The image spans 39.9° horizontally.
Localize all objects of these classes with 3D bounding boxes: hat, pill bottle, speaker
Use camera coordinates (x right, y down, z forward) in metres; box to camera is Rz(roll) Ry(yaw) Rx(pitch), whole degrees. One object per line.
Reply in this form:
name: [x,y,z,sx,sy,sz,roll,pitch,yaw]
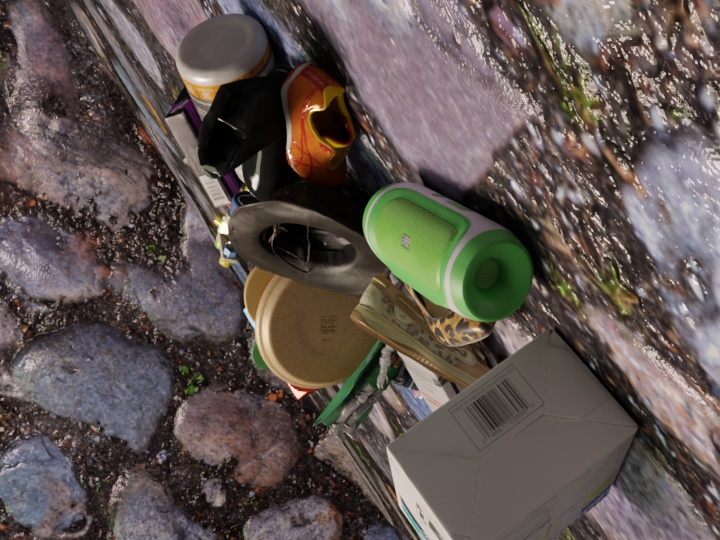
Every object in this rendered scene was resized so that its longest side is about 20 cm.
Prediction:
hat: [-0.052,-0.050,1.161,0.197,0.082,0.202,13,151,8]
pill bottle: [-0.144,-0.207,1.236,0.116,0.116,0.201,46,165,39]
speaker: [0.075,-0.022,0.919,0.200,0.088,0.089,36,158,59]

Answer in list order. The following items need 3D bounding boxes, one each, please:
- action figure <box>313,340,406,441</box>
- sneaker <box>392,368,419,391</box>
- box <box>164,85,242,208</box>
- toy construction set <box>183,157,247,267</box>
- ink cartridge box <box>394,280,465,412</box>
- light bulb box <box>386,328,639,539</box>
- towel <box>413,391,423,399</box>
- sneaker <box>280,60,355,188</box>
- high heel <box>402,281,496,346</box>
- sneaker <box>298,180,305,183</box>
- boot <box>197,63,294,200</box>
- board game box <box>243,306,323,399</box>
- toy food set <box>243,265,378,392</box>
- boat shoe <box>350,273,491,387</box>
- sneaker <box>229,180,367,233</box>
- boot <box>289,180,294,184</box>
action figure: [0.028,0.131,1.297,0.054,0.202,0.118,37,-170,24]
sneaker: [0.062,0.116,1.381,0.198,0.078,0.085,16,-176,41]
box: [-0.188,-0.202,1.343,0.201,0.036,0.144,-72,-36,-49]
toy construction set: [-0.183,-0.104,1.419,0.092,0.130,0.202,-43,69,45]
ink cartridge box: [0.101,0.112,1.218,0.202,0.067,0.116,60,168,-17]
light bulb box: [0.141,0.193,0.952,0.125,0.197,0.201,51,167,26]
towel: [0.041,0.094,1.516,0.201,0.030,0.147,52,167,23]
sneaker: [-0.041,-0.143,1.104,0.077,0.073,0.201,41,166,23]
high heel: [0.070,0.000,1.018,0.143,0.071,0.200,52,179,-15]
sneaker: [-0.081,-0.025,1.383,0.118,0.073,0.203,-130,53,-65]
boot: [-0.121,-0.133,1.087,0.200,0.065,0.167,-64,-16,-68]
board game box: [-0.061,0.089,1.456,0.040,0.199,0.154,-41,76,33]
toy food set: [-0.051,0.064,1.290,0.049,0.197,0.201,-142,40,-60]
boat shoe: [0.086,0.078,1.106,0.198,0.063,0.073,31,172,-13]
sneaker: [-0.077,-0.083,1.257,0.197,0.070,0.079,15,121,19]
boot: [-0.097,-0.072,1.527,0.200,0.065,0.165,46,167,26]
